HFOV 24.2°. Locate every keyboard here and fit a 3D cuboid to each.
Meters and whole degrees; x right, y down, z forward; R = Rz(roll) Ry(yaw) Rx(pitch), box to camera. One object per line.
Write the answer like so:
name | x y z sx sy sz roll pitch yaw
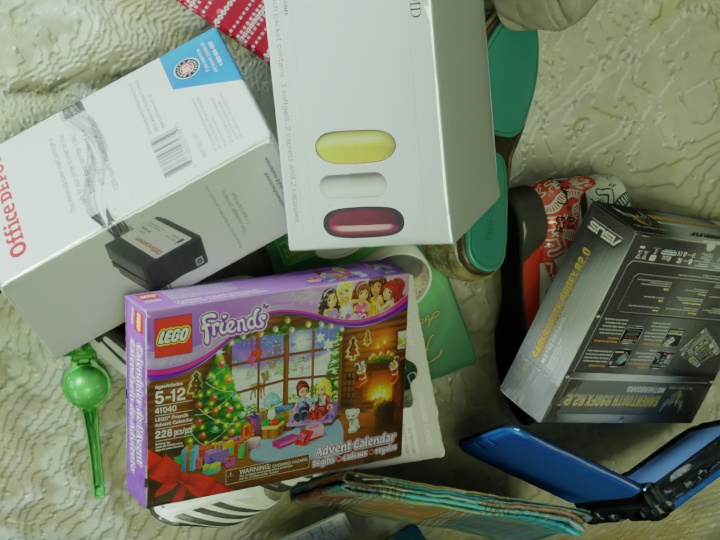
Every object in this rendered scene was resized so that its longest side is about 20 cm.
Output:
keyboard | -0.100 0.238 1.320 0.198 0.056 0.011 -24 70 -2

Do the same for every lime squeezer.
lime squeezer | -0.198 0.085 1.230 0.037 0.071 0.201 -18 144 -17

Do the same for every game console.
game console | 0.187 0.123 1.251 0.170 0.200 0.119 -34 87 -11

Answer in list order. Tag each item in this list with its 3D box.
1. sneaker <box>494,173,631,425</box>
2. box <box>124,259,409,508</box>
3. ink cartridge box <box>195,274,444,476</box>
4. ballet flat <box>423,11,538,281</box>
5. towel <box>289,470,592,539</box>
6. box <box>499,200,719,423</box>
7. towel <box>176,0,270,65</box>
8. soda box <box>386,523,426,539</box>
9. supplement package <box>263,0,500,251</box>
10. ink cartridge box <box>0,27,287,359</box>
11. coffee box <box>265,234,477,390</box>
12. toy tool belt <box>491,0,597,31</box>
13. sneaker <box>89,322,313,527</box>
sneaker | 0.161 0.022 1.278 0.107 0.067 0.203 -13 120 -17
box | -0.061 0.074 1.133 0.198 0.039 0.138 -8 109 -29
ink cartridge box | -0.048 0.077 1.241 0.198 0.050 0.162 -10 118 2
ballet flat | 0.080 -0.092 1.211 0.070 0.071 0.202 10 83 -16
towel | 0.058 0.184 1.288 0.198 0.147 0.022 11 74 -16
box | 0.212 0.036 1.255 0.199 0.048 0.159 5 117 -45
towel | -0.039 -0.214 1.167 0.199 0.023 0.145 33 99 -23
soda box | -0.018 0.291 1.347 0.199 0.064 0.068 -32 114 1
supplement package | 0.017 -0.127 1.085 0.110 0.156 0.202 -3 102 16
ink cartridge box | -0.151 -0.054 1.132 0.199 0.146 0.084 -28 133 0
coffee box | 0.000 0.000 1.247 0.122 0.044 0.201 -23 114 0
toy tool belt | 0.129 -0.271 1.144 0.123 0.124 0.201 -39 122 -31
sneaker | -0.138 0.119 1.192 0.115 0.076 0.200 -41 114 17
